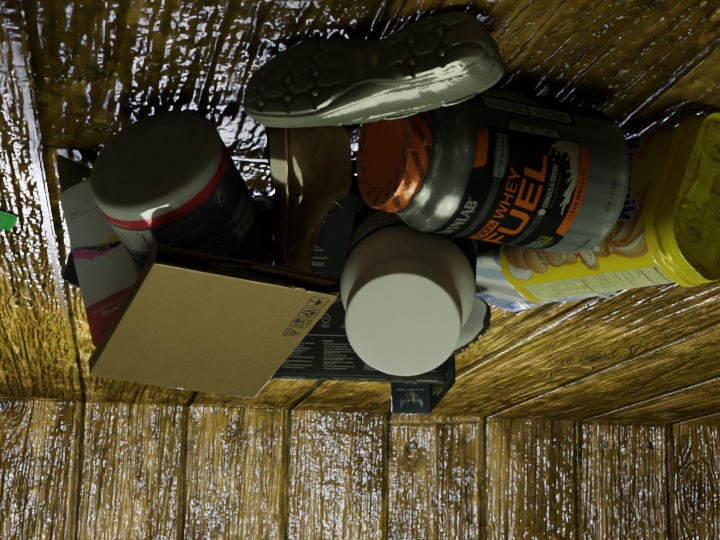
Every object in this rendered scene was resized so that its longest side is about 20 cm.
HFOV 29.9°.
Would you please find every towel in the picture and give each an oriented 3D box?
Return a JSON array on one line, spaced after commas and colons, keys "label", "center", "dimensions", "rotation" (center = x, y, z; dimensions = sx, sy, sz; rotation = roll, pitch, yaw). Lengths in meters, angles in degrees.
[{"label": "towel", "center": [0.152, 0.012, 1.394], "dimensions": [0.146, 0.024, 0.200], "rotation": [15, 167, -26]}]

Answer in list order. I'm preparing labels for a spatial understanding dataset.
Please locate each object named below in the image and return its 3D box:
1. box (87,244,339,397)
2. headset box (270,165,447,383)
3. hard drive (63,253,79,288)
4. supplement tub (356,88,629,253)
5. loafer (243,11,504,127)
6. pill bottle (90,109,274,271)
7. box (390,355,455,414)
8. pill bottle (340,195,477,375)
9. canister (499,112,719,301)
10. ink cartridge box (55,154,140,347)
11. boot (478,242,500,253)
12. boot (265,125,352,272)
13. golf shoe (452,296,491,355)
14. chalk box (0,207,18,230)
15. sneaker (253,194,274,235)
[{"label": "box", "center": [-0.131, 0.050, 1.167], "dimensions": [0.162, 0.021, 0.200], "rotation": [10, 146, -23]}, {"label": "headset box", "center": [0.000, 0.000, 1.313], "dimensions": [0.173, 0.202, 0.093], "rotation": [1, -165, -2]}, {"label": "hard drive", "center": [-0.211, 0.024, 1.506], "dimensions": [0.199, 0.038, 0.140], "rotation": [19, -169, 21]}, {"label": "supplement tub", "center": [0.105, -0.084, 1.088], "dimensions": [0.199, 0.124, 0.122], "rotation": [7, 166, -25]}, {"label": "loafer", "center": [0.008, -0.135, 0.987], "dimensions": [0.199, 0.070, 0.070], "rotation": [-6, 157, 27]}, {"label": "pill bottle", "center": [-0.142, -0.030, 1.184], "dimensions": [0.119, 0.120, 0.201], "rotation": [-4, 138, 21]}, {"label": "box", "center": [0.075, 0.076, 1.614], "dimensions": [0.051, 0.159, 0.200], "rotation": [-2, -174, 13]}, {"label": "pill bottle", "center": [0.042, -0.001, 1.154], "dimensions": [0.115, 0.116, 0.200], "rotation": [-1, -153, 7]}, {"label": "canister", "center": [0.229, -0.049, 1.184], "dimensions": [0.086, 0.149, 0.199], "rotation": [39, 150, -29]}, {"label": "ink cartridge box", "center": [-0.214, -0.021, 1.278], "dimensions": [0.067, 0.201, 0.116], "rotation": [-24, 159, 19]}, {"label": "boot", "center": [0.089, -0.034, 1.438], "dimensions": [0.153, 0.074, 0.204], "rotation": [0, 166, 18]}, {"label": "boot", "center": [-0.042, -0.056, 1.187], "dimensions": [0.075, 0.074, 0.201], "rotation": [-5, 133, -7]}, {"label": "golf shoe", "center": [0.039, 0.045, 1.416], "dimensions": [0.198, 0.078, 0.095], "rotation": [-6, 141, 2]}, {"label": "chalk box", "center": [-0.412, -0.065, 1.218], "dimensions": [0.199, 0.125, 0.124], "rotation": [5, 166, -21]}, {"label": "sneaker", "center": [-0.105, -0.047, 1.436], "dimensions": [0.199, 0.076, 0.092], "rotation": [1, 143, 47]}]
